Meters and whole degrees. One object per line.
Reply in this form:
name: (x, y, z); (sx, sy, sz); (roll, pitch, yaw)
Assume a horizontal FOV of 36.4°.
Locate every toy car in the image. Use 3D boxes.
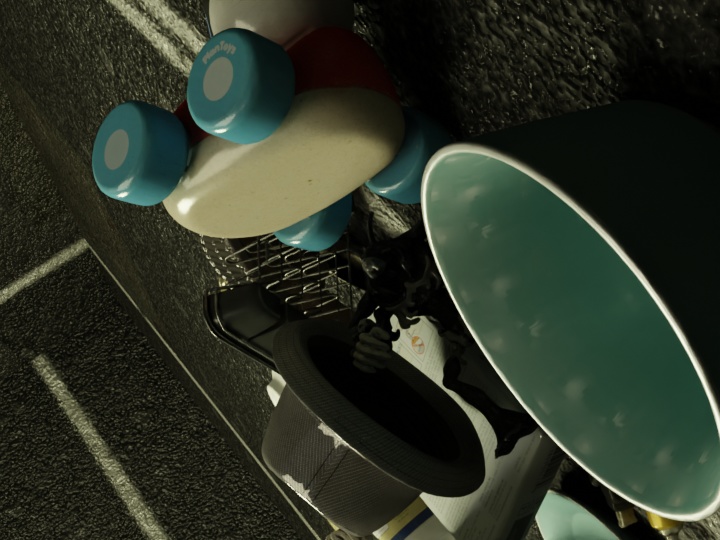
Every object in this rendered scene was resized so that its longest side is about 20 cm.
toy car: (-0.061, -0.138, 0.716); (0.176, 0.184, 0.202); (-25, 64, 36)

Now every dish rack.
dish rack: (-0.057, -0.021, 0.878); (0.153, 0.054, 0.202); (39, -140, -50)

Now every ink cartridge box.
ink cartridge box: (0.074, 0.115, 0.890); (0.200, 0.057, 0.163); (49, 139, 36)

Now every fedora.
fedora: (-0.003, 0.119, 0.771); (0.176, 0.091, 0.200); (36, -169, 0)

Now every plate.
plate: (0.216, 0.255, 0.895); (0.200, 0.025, 0.201); (49, 163, 21)

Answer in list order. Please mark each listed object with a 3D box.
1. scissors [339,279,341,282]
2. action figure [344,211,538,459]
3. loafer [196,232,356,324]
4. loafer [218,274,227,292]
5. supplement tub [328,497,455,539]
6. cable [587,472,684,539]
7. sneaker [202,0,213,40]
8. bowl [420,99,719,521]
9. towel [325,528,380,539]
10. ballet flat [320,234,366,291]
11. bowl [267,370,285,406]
scissors: (-0.058, -0.073, 1.079); (0.073, 0.014, 0.201); (40, 159, 40)
action figure: (0.054, 0.029, 0.771); (0.200, 0.119, 0.102); (42, -170, 21)
loafer: (-0.069, 0.004, 0.973); (0.073, 0.071, 0.200); (14, 149, 52)
loafer: (-0.129, -0.069, 1.037); (0.076, 0.067, 0.202); (73, -167, -75)
supplement tub: (0.019, 0.224, 1.191); (0.200, 0.144, 0.145); (50, 163, 20)
cable: (0.168, 0.086, 0.716); (0.097, 0.050, 0.202); (-119, 13, -70)
sneaker: (-0.096, -0.143, 0.925); (0.070, 0.078, 0.201); (31, 151, 56)
bowl: (0.128, 0.002, 0.509); (0.201, 0.105, 0.201); (49, 162, 21)
towel: (0.041, 0.259, 0.819); (0.133, 0.034, 0.200); (47, 174, 34)
ballet flat: (0.000, 0.000, 0.984); (0.200, 0.046, 0.068); (29, 150, 57)
bowl: (-0.054, 0.152, 1.357); (0.201, 0.094, 0.201); (51, 163, 21)
